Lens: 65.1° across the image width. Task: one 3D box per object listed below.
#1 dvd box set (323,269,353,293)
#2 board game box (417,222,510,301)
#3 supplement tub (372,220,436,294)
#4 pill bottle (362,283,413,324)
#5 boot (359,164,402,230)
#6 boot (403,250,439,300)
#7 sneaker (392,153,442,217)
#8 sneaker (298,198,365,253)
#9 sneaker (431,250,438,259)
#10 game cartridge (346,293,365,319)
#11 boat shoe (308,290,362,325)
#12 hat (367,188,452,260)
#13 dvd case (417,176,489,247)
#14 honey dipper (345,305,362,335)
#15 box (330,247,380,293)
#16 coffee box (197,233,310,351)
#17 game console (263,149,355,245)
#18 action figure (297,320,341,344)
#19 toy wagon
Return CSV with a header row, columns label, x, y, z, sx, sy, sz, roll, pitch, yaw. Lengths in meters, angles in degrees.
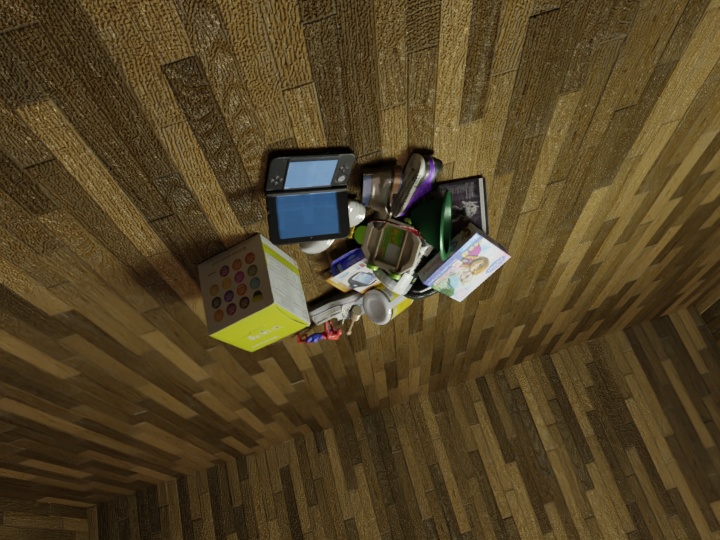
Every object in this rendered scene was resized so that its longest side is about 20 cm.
label,x,y,z,sx,sy,sz,roll,pitch,yaw
dvd box set,0.004,-0.004,1.695,0.196,0.030,0.146,-29,151,18
board game box,0.283,-0.016,1.528,0.197,0.042,0.200,22,122,-44
supplement tub,0.129,-0.048,1.539,0.121,0.123,0.203,17,113,-50
pill bottle,0.102,0.078,1.769,0.198,0.113,0.112,-30,169,-44
boot,0.033,-0.177,1.363,0.093,0.077,0.203,1,140,-14
boot,0.213,-0.007,1.603,0.204,0.081,0.160,-13,144,-16
sneaker,0.141,-0.201,1.375,0.096,0.071,0.201,-7,152,-27
sneaker,-0.082,-0.117,1.382,0.198,0.076,0.086,-38,155,17
sneaker,0.201,-0.053,1.671,0.195,0.086,0.121,-10,159,-35
game cartridge,0.019,0.101,1.899,0.194,0.042,0.134,-21,157,4
boat shoe,-0.069,0.129,1.810,0.197,0.088,0.075,-25,-163,16
hat,0.132,-0.122,1.396,0.169,0.171,0.202,4,150,17
dvd case,0.243,-0.153,1.471,0.193,0.155,0.016,-11,-168,-14
honey dipper,-0.029,0.180,1.938,0.037,0.039,0.202,-9,154,-17
box,0.000,0.000,1.624,0.117,0.043,0.199,-30,153,19
coffee box,-0.272,0.066,1.458,0.195,0.203,0.200,-24,153,13
game console,-0.105,-0.160,1.235,0.193,0.122,0.174,-8,152,-21
action figure,-0.138,0.200,1.965,0.196,0.103,0.064,-10,167,41
toy wagon,0.061,-0.076,1.477,0.039,0.194,0.161,-6,114,-69
